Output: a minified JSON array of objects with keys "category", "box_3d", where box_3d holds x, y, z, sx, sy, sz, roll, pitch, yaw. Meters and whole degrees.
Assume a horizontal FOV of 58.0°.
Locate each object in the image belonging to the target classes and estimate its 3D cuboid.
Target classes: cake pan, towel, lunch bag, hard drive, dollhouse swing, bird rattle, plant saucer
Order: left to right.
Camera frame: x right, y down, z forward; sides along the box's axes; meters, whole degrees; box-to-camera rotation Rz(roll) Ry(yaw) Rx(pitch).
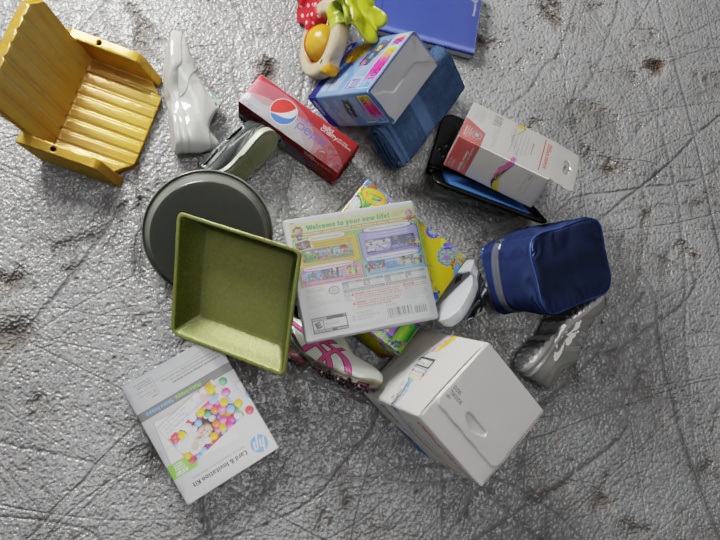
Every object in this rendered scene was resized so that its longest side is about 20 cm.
[{"category":"dollhouse swing","box_3d":[-0.414,-0.266,0.966,0.182,0.176,0.200,19,76,-7]},{"category":"cake pan","box_3d":[-0.234,-0.053,0.996,0.200,0.037,0.200,-3,103,-11]},{"category":"plant saucer","box_3d":[-0.175,0.028,0.942,0.200,0.048,0.200,18,114,17]},{"category":"bird rattle","box_3d":[-0.064,-0.399,1.067,0.113,0.200,0.163,8,104,-41]},{"category":"towel","box_3d":[0.093,-0.277,1.106,0.049,0.112,0.200,28,74,38]},{"category":"hard drive","box_3d":[0.118,-0.473,1.184,0.200,0.025,0.132,11,78,-9]},{"category":"lunch bag","box_3d":[0.305,-0.009,1.072,0.200,0.132,0.136,-14,95,-32]}]

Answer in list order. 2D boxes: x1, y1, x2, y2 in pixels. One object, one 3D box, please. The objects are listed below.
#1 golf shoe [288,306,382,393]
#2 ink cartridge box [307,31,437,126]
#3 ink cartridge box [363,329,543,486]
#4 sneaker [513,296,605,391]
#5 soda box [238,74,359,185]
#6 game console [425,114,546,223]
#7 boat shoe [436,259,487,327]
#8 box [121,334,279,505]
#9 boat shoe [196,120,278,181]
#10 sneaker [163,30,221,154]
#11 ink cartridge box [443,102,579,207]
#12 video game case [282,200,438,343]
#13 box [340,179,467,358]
[{"category":"golf shoe","box_3d":[-0.050,0.118,0.995,0.200,0.073,0.092,24,74,17]},{"category":"ink cartridge box","box_3d":[0.007,-0.309,1.067,0.076,0.200,0.136,45,71,-32]},{"category":"ink cartridge box","box_3d":[0.132,0.193,0.963,0.145,0.200,0.147,-45,105,-15]},{"category":"sneaker","box_3d":[0.349,0.119,1.111,0.200,0.075,0.082,-44,104,-8]},{"category":"soda box","box_3d":[-0.104,-0.230,1.074,0.200,0.070,0.063,35,75,-3]},{"category":"game console","box_3d":[0.225,-0.176,1.105,0.200,0.116,0.176,20,77,-8]},{"category":"boat shoe","box_3d":[0.169,0.049,1.031,0.072,0.200,0.068,-35,99,22]},{"category":"box","box_3d":[-0.241,0.222,0.982,0.156,0.041,0.200,-29,88,-14]},{"category":"boat shoe","box_3d":[-0.224,-0.167,1.042,0.199,0.075,0.066,-47,63,1]},{"category":"sneaker","box_3d":[-0.271,-0.288,1.059,0.088,0.075,0.200,-5,88,-24]},{"category":"ink cartridge box","box_3d":[0.249,-0.181,1.062,0.200,0.068,0.117,27,47,2]},{"category":"video game case","box_3d":[0.000,0.000,0.953,0.200,0.022,0.182,-10,81,-11]},{"category":"box","box_3d":[0.023,0.002,1.031,0.200,0.122,0.193,38,76,-2]}]
